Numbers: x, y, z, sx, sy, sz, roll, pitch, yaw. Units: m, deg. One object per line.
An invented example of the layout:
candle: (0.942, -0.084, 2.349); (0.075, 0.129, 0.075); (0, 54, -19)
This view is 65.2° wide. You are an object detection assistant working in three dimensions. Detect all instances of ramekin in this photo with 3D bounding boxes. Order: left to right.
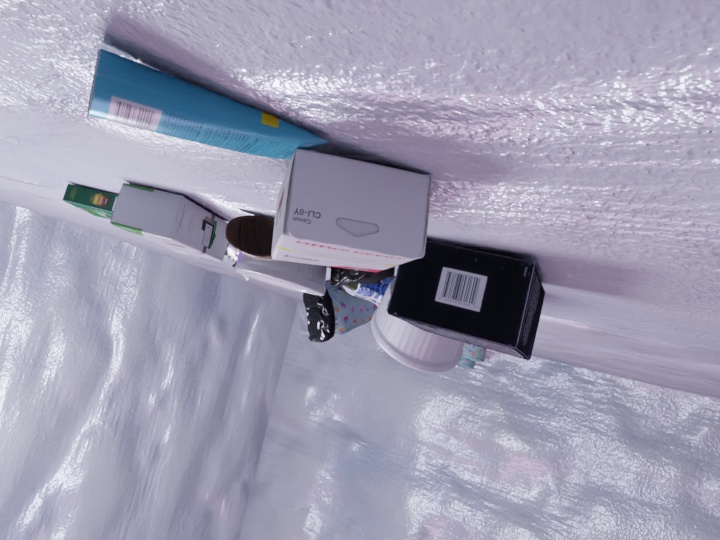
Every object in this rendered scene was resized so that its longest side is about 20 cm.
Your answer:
ramekin: (-0.157, -0.019, 1.186); (0.195, 0.098, 0.203); (15, 172, 2)
ramekin: (0.126, 0.094, 1.110); (0.194, 0.100, 0.203); (15, -149, -9)

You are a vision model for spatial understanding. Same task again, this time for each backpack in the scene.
backpack: (-0.050, 0.096, 1.519); (0.196, 0.173, 0.124); (-18, -159, -41)
backpack: (0.539, 0.418, 2.865); (0.194, 0.156, 0.177); (6, 168, 26)

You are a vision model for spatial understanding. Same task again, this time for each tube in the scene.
tube: (-0.130, -0.131, 0.492); (0.195, 0.052, 0.077); (12, 177, -31)

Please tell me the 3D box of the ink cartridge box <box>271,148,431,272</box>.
ink cartridge box: (-0.019, -0.054, 0.615); (0.140, 0.087, 0.200); (8, 174, -12)

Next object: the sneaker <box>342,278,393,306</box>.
sneaker: (0.030, 0.045, 1.345); (0.194, 0.079, 0.077); (10, 176, 25)

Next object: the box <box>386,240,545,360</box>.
box: (0.170, 0.046, 0.867); (0.194, 0.127, 0.198); (13, 172, 25)

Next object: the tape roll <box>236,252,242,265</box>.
tape roll: (-0.210, -0.019, 1.414); (0.193, 0.068, 0.200); (14, 172, 2)

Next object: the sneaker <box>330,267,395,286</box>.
sneaker: (0.000, 0.000, 1.106); (0.088, 0.079, 0.199); (10, 178, -25)

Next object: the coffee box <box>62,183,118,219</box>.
coffee box: (-0.559, -0.143, 1.287); (0.193, 0.046, 0.123); (13, 172, 14)

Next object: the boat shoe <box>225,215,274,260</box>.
boat shoe: (-0.146, -0.050, 1.020); (0.195, 0.077, 0.075); (13, 179, 14)

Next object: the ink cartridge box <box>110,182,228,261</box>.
ink cartridge box: (-0.366, -0.090, 1.116); (0.141, 0.087, 0.200); (13, 173, 16)

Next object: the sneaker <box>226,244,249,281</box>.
sneaker: (-0.320, -0.022, 1.539); (0.194, 0.092, 0.074); (18, 174, -10)
